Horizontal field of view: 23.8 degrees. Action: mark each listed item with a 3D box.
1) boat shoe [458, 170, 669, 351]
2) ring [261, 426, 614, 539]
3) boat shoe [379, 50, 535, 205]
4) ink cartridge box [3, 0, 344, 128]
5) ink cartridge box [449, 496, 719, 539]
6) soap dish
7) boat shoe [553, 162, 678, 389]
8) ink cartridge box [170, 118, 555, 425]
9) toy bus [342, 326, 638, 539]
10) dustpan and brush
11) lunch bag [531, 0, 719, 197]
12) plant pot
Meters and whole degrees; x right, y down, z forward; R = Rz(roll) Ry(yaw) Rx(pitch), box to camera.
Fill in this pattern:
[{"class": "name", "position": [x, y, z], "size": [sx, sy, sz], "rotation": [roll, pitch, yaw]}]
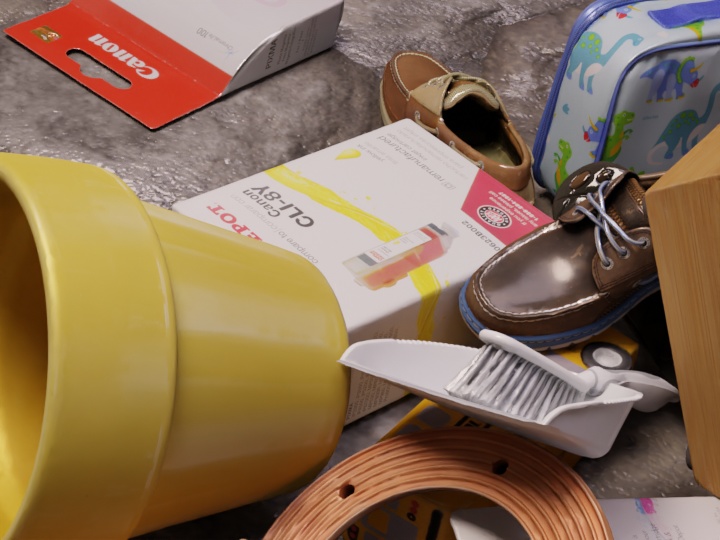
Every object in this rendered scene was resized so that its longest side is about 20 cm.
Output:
[{"class": "boat shoe", "position": [0.146, -0.020, 0.964], "size": [0.199, 0.073, 0.072], "rotation": [-23, 61, -17]}, {"class": "ring", "position": [0.027, 0.162, 0.796], "size": [0.200, 0.019, 0.201], "rotation": [-17, 47, 20]}, {"class": "boat shoe", "position": [0.073, -0.100, 1.185], "size": [0.075, 0.074, 0.200], "rotation": [-6, 40, -23]}, {"class": "ink cartridge box", "position": [-0.135, -0.190, 1.268], "size": [0.162, 0.057, 0.200], "rotation": [33, 37, 25]}, {"class": "ink cartridge box", "position": [0.143, 0.177, 0.850], "size": [0.199, 0.068, 0.117], "rotation": [2, 38, -16]}, {"class": "soap dish", "position": [0.219, 0.012, 0.890], "size": [0.081, 0.201, 0.157], "rotation": [2, 26, 35]}, {"class": "boat shoe", "position": [0.197, 0.019, 1.049], "size": [0.076, 0.074, 0.200], "rotation": [-36, 70, 5]}, {"class": "ink cartridge box", "position": [0.000, 0.000, 1.026], "size": [0.199, 0.084, 0.145], "rotation": [-24, 49, -38]}, {"class": "toy bus", "position": [0.077, 0.093, 0.943], "size": [0.078, 0.065, 0.200], "rotation": [28, 40, 22]}, {"class": "dustpan and brush", "position": [0.103, 0.061, 0.872], "size": [0.139, 0.057, 0.200], "rotation": [15, -8, 44]}, {"class": "lunch bag", "position": [0.224, -0.117, 1.177], "size": [0.199, 0.161, 0.083], "rotation": [-12, 43, -27]}, {"class": "plant pot", "position": [-0.115, 0.050, 0.854], "size": [0.188, 0.201, 0.201], "rotation": [4, 34, -36]}]
